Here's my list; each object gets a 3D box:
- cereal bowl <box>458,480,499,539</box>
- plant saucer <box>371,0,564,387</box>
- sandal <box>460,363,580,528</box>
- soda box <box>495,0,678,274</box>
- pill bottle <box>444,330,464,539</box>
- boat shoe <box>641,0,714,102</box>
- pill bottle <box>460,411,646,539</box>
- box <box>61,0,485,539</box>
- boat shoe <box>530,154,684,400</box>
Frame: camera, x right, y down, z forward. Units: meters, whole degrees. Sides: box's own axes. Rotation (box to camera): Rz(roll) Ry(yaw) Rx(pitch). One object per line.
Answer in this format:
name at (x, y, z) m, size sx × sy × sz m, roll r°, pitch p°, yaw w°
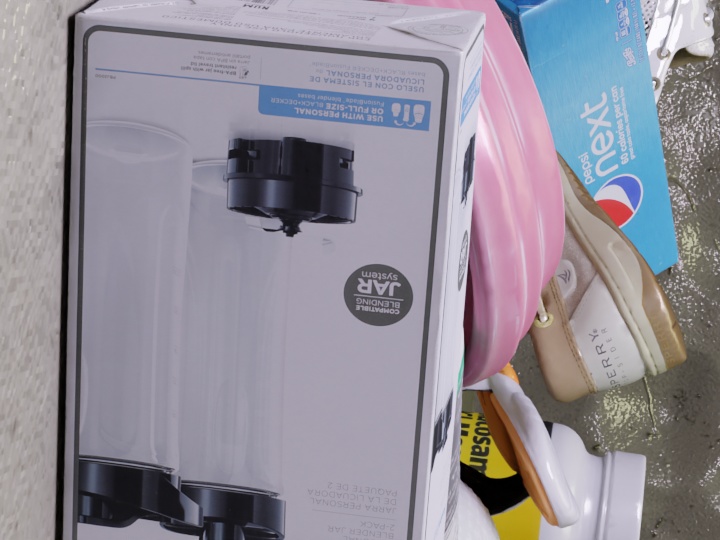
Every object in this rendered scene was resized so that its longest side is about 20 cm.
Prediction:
cereal bowl at (0.010, 0.190, 0.950) m, size 0.200 × 0.083 × 0.200 m, roll -48°, pitch 154°, yaw -33°
plant saucer at (0.019, -0.056, 0.774) m, size 0.201 × 0.051 × 0.201 m, roll 57°, pitch -19°, yaw 32°
sandal at (0.061, 0.088, 1.020) m, size 0.207 × 0.059 × 0.079 m, roll -115°, pitch -176°, yaw -83°
soda box at (0.106, -0.076, 1.018) m, size 0.064 × 0.068 × 0.200 m, roll 45°, pitch -21°, yaw 46°
pill bottle at (-0.018, 0.084, 0.777) m, size 0.200 × 0.113 × 0.113 m, roll 90°, pitch 9°, yaw -48°
boat shoe at (0.165, -0.136, 1.131) m, size 0.071 × 0.069 × 0.201 m, roll 118°, pitch -5°, yaw -86°
pill bottle at (0.079, 0.148, 1.292) m, size 0.112 × 0.199 × 0.113 m, roll 6°, pitch 90°, yaw -84°
box at (-0.027, 0.019, 0.617) m, size 0.060 × 0.116 × 0.201 m, roll -65°, pitch 162°, yaw -70°
boat shoe at (0.076, -0.007, 0.912) m, size 0.074 × 0.066 × 0.200 m, roll 64°, pitch -3°, yaw -27°
